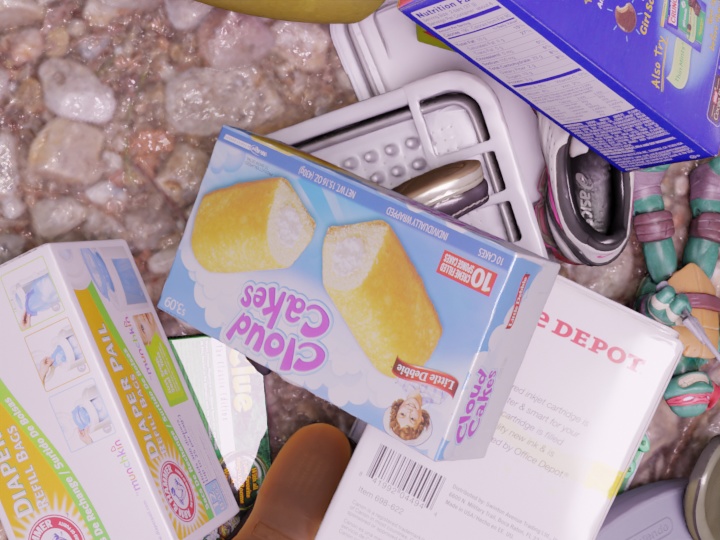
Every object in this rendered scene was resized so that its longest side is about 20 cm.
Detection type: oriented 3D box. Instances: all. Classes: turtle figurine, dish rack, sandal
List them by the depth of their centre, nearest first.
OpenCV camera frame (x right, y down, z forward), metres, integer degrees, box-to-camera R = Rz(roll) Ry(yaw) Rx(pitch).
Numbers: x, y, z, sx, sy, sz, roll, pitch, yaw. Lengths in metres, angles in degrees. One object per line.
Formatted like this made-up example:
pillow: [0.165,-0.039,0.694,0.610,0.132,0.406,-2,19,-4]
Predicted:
dish rack: [0.016,-0.026,0.817,0.199,0.044,0.173,-17,95,13]
turtle figurine: [0.227,0.023,0.833,0.149,0.100,0.201,6,74,-41]
sandal: [0.286,0.185,0.835,0.201,0.057,0.080,50,61,-23]
dish rack: [0.087,-0.129,0.850,0.171,0.044,0.201,-23,94,-6]

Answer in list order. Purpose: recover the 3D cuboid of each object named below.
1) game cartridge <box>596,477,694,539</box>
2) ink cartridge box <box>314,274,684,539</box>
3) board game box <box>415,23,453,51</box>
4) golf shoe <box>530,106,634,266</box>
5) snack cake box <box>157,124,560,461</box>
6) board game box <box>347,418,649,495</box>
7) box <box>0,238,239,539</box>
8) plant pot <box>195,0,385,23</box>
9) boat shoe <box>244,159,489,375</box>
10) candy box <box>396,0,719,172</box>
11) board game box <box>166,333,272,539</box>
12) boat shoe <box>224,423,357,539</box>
game cartridge: [0.190,0.218,0.822,0.199,0.041,0.134,-17,92,-34]
ink cartridge box: [0.085,0.100,0.723,0.145,0.083,0.201,26,92,15]
board game box: [0.089,-0.250,0.789,0.047,0.102,0.201,18,71,12]
golf shoe: [0.145,-0.104,0.790,0.072,0.092,0.201,-9,91,-5]
snack cake box: [-0.005,0.009,0.678,0.199,0.067,0.116,25,98,29]
board game box: [0.079,0.164,0.859,0.199,0.026,0.201,25,88,-5]
box: [-0.173,0.092,0.770,0.101,0.112,0.201,-24,88,14]
plant pot: [-0.036,-0.238,0.776,0.141,0.200,0.201,29,88,-22]
boat shoe: [0.000,0.000,0.761,0.199,0.072,0.065,-30,96,18]
candy box: [0.130,-0.176,0.698,0.199,0.077,0.170,29,66,-33]
board game box: [-0.110,0.144,0.841,0.104,0.023,0.201,-4,91,-4]
boat shoe: [-0.060,0.193,0.786,0.070,0.070,0.200,33,76,21]
